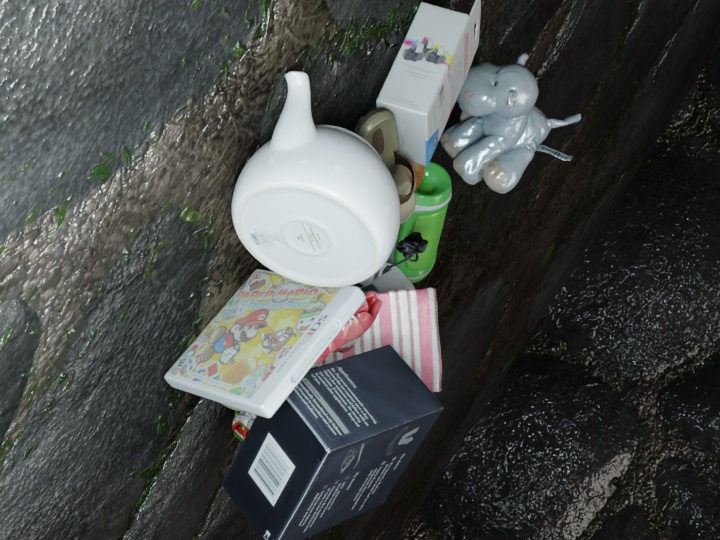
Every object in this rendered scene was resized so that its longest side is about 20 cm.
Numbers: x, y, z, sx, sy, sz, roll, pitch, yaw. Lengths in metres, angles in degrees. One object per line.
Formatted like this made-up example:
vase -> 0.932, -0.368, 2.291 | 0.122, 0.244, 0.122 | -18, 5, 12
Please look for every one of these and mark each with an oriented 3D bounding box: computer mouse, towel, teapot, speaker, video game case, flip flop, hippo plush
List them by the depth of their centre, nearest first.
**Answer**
teapot -> -0.037, -0.086, 1.402 | 0.200, 0.197, 0.146 | -53, -166, 50
video game case -> -0.113, 0.078, 1.468 | 0.182, 0.200, 0.023 | -51, 124, -23
flip flop -> 0.037, -0.117, 1.555 | 0.081, 0.058, 0.200 | -43, 150, -21
towel -> 0.010, 0.099, 1.737 | 0.030, 0.199, 0.147 | -137, -136, -82
computer mouse -> 0.000, 0.000, 1.764 | 0.200, 0.044, 0.110 | -28, -174, 17
hippo plush -> 0.208, -0.216, 1.858 | 0.161, 0.199, 0.160 | 71, 31, -59
speaker -> 0.083, -0.070, 1.911 | 0.088, 0.088, 0.200 | -46, 160, -34

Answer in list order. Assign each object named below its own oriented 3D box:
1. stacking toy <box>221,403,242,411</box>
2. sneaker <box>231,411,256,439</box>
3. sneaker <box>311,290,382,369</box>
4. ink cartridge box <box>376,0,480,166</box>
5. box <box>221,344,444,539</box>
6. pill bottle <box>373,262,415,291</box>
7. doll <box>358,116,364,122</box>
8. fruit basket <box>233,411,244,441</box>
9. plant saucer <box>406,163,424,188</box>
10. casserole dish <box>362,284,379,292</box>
stacking toy -> -0.118, 0.084, 1.633 | 0.200, 0.085, 0.085 | -51, 163, -37
sneaker -> -0.129, 0.169, 1.669 | 0.108, 0.067, 0.201 | -44, -161, -9
sneaker -> -0.035, 0.059, 1.551 | 0.087, 0.074, 0.200 | -42, 172, 22
ink cartridge box -> 0.087, -0.247, 1.591 | 0.115, 0.068, 0.200 | 84, 27, -62
box -> -0.035, 0.214, 1.554 | 0.200, 0.117, 0.197 | -13, 143, -43
pill bottle -> 0.030, 0.069, 1.955 | 0.113, 0.112, 0.200 | -50, 161, -24
doll -> -0.020, -0.132, 1.570 | 0.200, 0.048, 0.137 | -32, 150, -55
fruit basket -> -0.087, 0.239, 1.765 | 0.216, 0.215, 0.156 | -47, 161, -33
plant saucer -> 0.023, -0.087, 1.728 | 0.200, 0.037, 0.200 | -48, 172, -9
casserole dish -> -0.007, 0.089, 1.835 | 0.039, 0.122, 0.200 | -16, 176, -24
